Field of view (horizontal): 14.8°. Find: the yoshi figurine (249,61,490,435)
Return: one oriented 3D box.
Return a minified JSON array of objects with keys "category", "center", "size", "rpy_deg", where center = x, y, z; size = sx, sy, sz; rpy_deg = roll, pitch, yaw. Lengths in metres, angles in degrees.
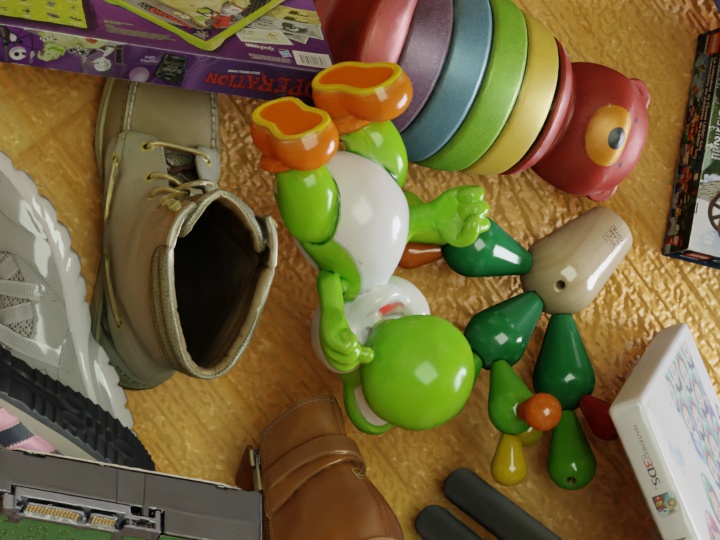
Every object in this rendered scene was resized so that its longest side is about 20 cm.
[{"category":"yoshi figurine","center":[0.013,0.001,1.432],"size":[0.112,0.112,0.201],"rpy_deg":[-9,117,8]}]

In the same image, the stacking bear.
[{"category":"stacking bear","center":[0.072,-0.100,1.545],"size":[0.200,0.114,0.122],"rpy_deg":[20,87,-24]}]

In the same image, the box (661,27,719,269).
[{"category":"box","center":[0.285,-0.055,1.657],"size":[0.199,0.038,0.137],"rpy_deg":[13,82,-19]}]

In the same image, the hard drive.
[{"category":"hard drive","center":[-0.147,0.156,1.404],"size":[0.139,0.200,0.038],"rpy_deg":[11,57,-18]}]

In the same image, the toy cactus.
[{"category":"toy cactus","center":[0.091,0.019,1.553],"size":[0.165,0.102,0.200],"rpy_deg":[-42,92,-27]}]

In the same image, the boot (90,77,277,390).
[{"category":"boot","center":[-0.091,-0.038,1.456],"size":[0.072,0.155,0.201],"rpy_deg":[7,84,-19]}]

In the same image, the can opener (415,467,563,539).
[{"category":"can opener","center":[0.115,0.181,1.515],"size":[0.053,0.200,0.067],"rpy_deg":[-52,139,-2]}]

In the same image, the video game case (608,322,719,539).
[{"category":"video game case","center":[0.194,0.134,1.540],"size":[0.024,0.200,0.183],"rpy_deg":[-21,95,17]}]

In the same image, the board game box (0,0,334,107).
[{"category":"board game box","center":[-0.119,-0.141,1.481],"size":[0.199,0.032,0.120],"rpy_deg":[7,39,-19]}]

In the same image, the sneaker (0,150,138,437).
[{"category":"sneaker","center":[-0.186,0.025,1.459],"size":[0.082,0.075,0.201],"rpy_deg":[-24,95,-21]}]

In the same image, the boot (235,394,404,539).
[{"category":"boot","center":[-0.048,0.176,1.493],"size":[0.074,0.200,0.155],"rpy_deg":[16,42,-44]}]

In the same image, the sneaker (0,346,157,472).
[{"category":"sneaker","center":[-0.205,0.076,1.408],"size":[0.200,0.070,0.082],"rpy_deg":[37,107,-9]}]

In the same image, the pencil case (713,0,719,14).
[{"category":"pencil case","center":[0.225,-0.173,1.574],"size":[0.087,0.078,0.200],"rpy_deg":[-41,105,-49]}]
